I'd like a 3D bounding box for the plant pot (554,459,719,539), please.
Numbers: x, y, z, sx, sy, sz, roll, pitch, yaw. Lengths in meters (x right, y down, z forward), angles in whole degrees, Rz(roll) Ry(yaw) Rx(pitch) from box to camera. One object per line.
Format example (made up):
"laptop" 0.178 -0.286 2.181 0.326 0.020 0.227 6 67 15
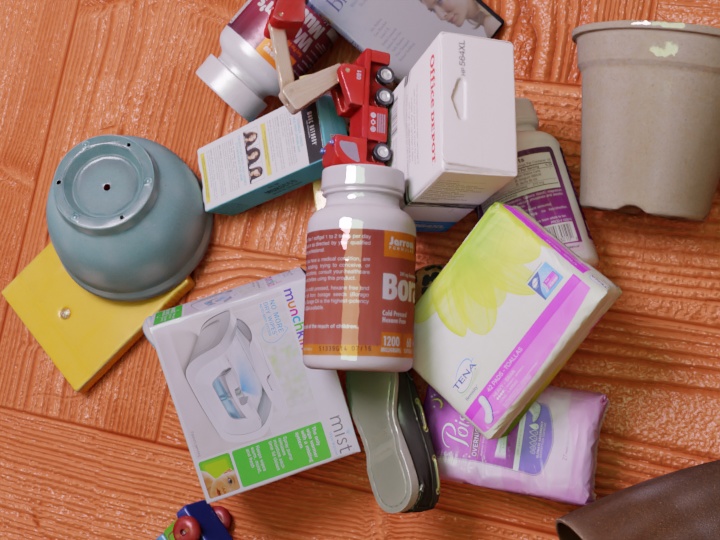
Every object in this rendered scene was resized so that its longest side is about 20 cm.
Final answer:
"plant pot" 0.326 0.271 0.987 0.199 0.187 0.187 -31 74 -7

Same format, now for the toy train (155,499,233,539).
"toy train" -0.166 0.374 1.147 0.116 0.085 0.200 -43 73 16

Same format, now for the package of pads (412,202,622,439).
"package of pads" 0.139 0.048 1.022 0.154 0.068 0.200 43 110 24

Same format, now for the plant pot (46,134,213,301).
"plant pot" -0.286 -0.079 1.200 0.199 0.134 0.201 -1 70 3

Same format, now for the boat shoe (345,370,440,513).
"boat shoe" 0.035 0.156 1.068 0.072 0.060 0.202 -30 60 37

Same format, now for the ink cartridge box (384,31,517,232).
"ink cartridge box" 0.086 -0.137 1.060 0.084 0.200 0.147 4 76 -17

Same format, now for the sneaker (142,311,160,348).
"sneaker" -0.150 0.078 1.192 0.200 0.080 0.131 34 93 8

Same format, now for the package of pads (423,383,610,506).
"package of pads" 0.161 0.177 1.089 0.199 0.076 0.121 8 80 16

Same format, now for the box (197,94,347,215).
"box" -0.105 -0.134 1.189 0.199 0.049 0.083 -19 75 36

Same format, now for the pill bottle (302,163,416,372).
"pill bottle" 0.000 0.000 1.014 0.112 0.112 0.201 0 85 15

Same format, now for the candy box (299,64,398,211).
"candy box" 0.000 -0.142 1.198 0.116 0.056 0.201 -10 80 14

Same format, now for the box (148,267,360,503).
"box" -0.113 0.120 1.094 0.176 0.097 0.201 -17 99 -6

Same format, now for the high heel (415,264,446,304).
"high heel" 0.066 0.093 1.128 0.142 0.071 0.201 -14 68 19

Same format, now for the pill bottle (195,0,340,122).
"pill bottle" -0.099 -0.282 1.220 0.110 0.110 0.200 43 93 18

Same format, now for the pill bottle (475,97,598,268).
"pill bottle" 0.179 -0.082 1.109 0.112 0.112 0.201 -18 76 12

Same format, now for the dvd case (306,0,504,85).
"dvd case" 0.053 -0.300 1.171 0.200 0.018 0.143 39 81 -9

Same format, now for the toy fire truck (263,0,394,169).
"toy fire truck" -0.037 -0.198 1.097 0.140 0.049 0.201 8 75 -18

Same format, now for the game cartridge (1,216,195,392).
"game cartridge" -0.332 0.023 1.277 0.200 0.032 0.176 -43 73 2

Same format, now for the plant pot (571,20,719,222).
"plant pot" 0.308 -0.148 1.058 0.199 0.200 0.185 9 95 16
